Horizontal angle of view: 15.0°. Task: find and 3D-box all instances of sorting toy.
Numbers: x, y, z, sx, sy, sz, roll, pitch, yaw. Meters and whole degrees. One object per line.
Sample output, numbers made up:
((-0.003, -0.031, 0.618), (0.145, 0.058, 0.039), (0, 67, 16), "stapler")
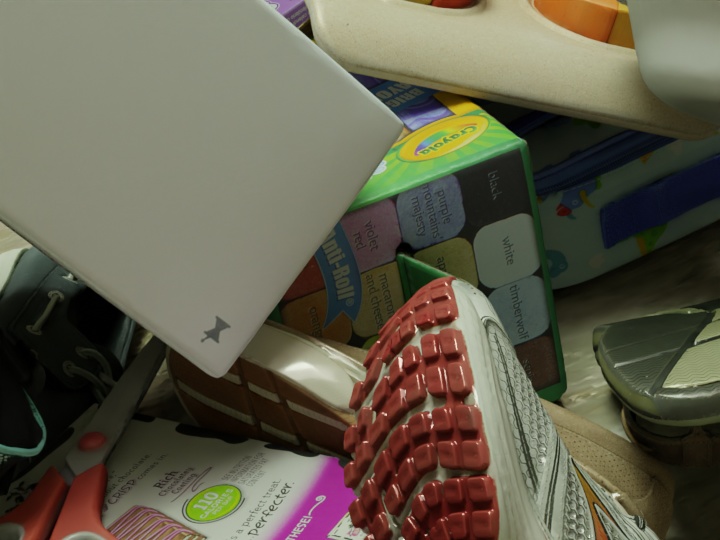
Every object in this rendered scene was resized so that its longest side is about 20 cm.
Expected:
((0.051, -0.131, 1.176), (0.184, 0.037, 0.200), (10, 29, -18), "sorting toy")

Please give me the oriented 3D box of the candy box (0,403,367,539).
((-0.054, 0.124, 0.982), (0.199, 0.061, 0.136), (11, 38, 34), "candy box")

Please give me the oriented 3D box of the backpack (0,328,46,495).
((-0.232, 0.010, 0.977), (0.153, 0.200, 0.176), (-35, 45, 11), "backpack")

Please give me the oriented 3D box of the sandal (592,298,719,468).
((0.130, 0.043, 1.030), (0.079, 0.058, 0.201), (-8, 1, 3), "sandal")

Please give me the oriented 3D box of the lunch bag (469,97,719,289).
((0.115, -0.073, 1.247), (0.199, 0.083, 0.161), (-24, 34, -19), "lunch bag")

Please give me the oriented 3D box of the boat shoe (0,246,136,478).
((-0.126, 0.040, 1.143), (0.062, 0.073, 0.200), (-13, 24, 5), "boat shoe")

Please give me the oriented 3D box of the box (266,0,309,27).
((-0.121, -0.104, 1.423), (0.136, 0.039, 0.200), (14, 38, 36), "box")

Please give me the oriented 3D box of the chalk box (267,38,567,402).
((0.000, 0.000, 1.114), (0.124, 0.125, 0.200), (-20, 29, -15), "chalk box")

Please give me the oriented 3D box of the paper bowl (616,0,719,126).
((0.185, -0.102, 1.053), (0.200, 0.105, 0.201), (13, -2, 0), "paper bowl")

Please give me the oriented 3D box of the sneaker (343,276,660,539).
((0.056, 0.097, 0.903), (0.082, 0.201, 0.078), (-8, -17, -39), "sneaker")

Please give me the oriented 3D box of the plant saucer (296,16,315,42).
((-0.039, -0.079, 1.273), (0.200, 0.035, 0.200), (-41, 3, 3), "plant saucer")

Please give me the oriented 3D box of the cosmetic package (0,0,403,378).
((-0.125, -0.086, 1.012), (0.123, 0.199, 0.200), (-53, 34, -2), "cosmetic package")

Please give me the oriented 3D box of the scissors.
((-0.109, 0.072, 1.013), (0.073, 0.014, 0.200), (-10, 32, 10), "scissors")

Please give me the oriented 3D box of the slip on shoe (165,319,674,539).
((0.023, 0.060, 1.021), (0.199, 0.076, 0.061), (21, 47, 22), "slip on shoe")
